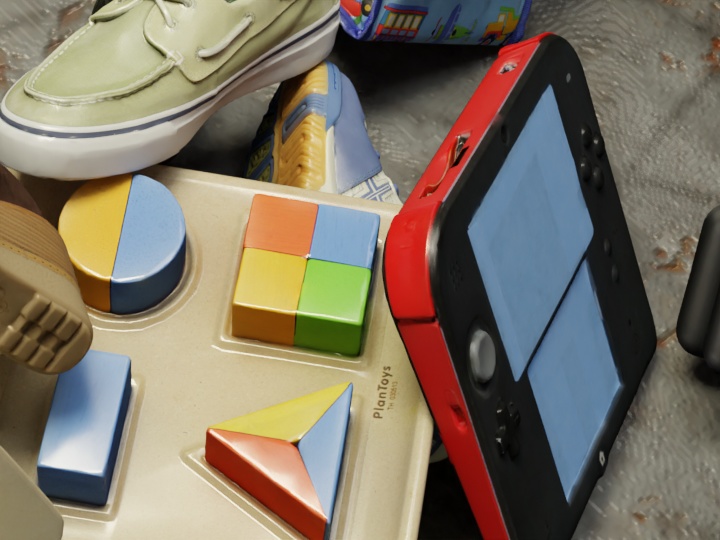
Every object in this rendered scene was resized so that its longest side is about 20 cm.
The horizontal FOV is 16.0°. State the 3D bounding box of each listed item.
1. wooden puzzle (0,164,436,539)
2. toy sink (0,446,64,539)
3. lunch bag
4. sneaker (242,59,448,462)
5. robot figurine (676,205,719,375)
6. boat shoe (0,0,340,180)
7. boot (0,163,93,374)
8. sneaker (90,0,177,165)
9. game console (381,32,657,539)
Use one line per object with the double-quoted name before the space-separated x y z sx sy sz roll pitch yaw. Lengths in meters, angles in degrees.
"wooden puzzle" -0.067 0.034 1.020 0.198 0.046 0.186 7 60 5
"toy sink" -0.217 0.073 0.898 0.112 0.200 0.131 24 70 36
"lunch bag" -0.012 -0.199 1.255 0.200 0.094 0.150 38 21 25
"sneaker" 0.000 0.000 1.125 0.088 0.075 0.201 10 57 -24
"robot figurine" 0.249 0.025 1.160 0.198 0.125 0.151 12 47 -12
"boat shoe" -0.081 -0.099 1.078 0.072 0.062 0.200 24 37 28
"boot" -0.190 -0.049 0.956 0.072 0.200 0.166 -43 45 0
"sneaker" -0.081 -0.129 1.197 0.090 0.076 0.201 16 50 -22
"game console" 0.075 0.014 1.072 0.031 0.178 0.200 -9 28 29
